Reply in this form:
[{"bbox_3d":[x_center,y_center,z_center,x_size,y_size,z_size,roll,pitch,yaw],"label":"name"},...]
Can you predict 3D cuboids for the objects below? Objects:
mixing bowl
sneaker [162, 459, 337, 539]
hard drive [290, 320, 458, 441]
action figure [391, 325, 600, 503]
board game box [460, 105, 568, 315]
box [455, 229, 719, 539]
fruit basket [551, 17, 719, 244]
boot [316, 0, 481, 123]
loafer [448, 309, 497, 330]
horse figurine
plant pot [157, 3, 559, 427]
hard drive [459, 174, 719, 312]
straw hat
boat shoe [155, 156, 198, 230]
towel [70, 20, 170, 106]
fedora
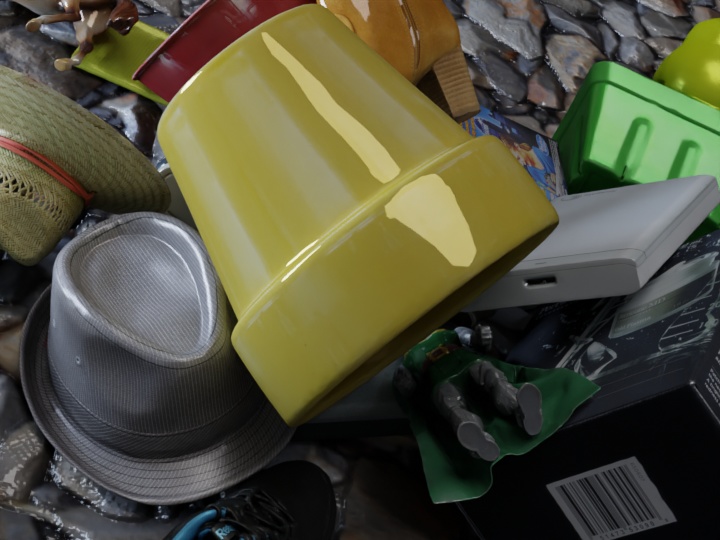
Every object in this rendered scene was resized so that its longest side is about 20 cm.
[{"bbox_3d":[-0.066,-0.173,1.140,0.109,0.200,0.200,49,41,-9],"label":"mixing bowl"},{"bbox_3d":[-0.069,0.165,0.860,0.073,0.082,0.200,33,40,13],"label":"sneaker"},{"bbox_3d":[-0.016,0.055,1.040,0.198,0.033,0.140,0,46,-26],"label":"hard drive"},{"bbox_3d":[0.061,0.070,0.946,0.117,0.055,0.200,-30,17,-7],"label":"action figure"},{"bbox_3d":[0.074,-0.064,1.139,0.199,0.062,0.201,29,36,-26],"label":"board game box"},{"bbox_3d":[0.186,0.090,0.954,0.124,0.199,0.197,54,39,-12],"label":"box"},{"bbox_3d":[0.273,-0.112,1.259,0.213,0.156,0.217,7,57,-11],"label":"fruit basket"},{"bbox_3d":[-0.012,-0.152,1.033,0.200,0.071,0.145,-21,84,-38],"label":"boot"},{"bbox_3d":[0.000,0.000,1.040,0.199,0.075,0.070,24,71,-1],"label":"loafer"},{"bbox_3d":[-0.256,-0.221,1.193,0.198,0.050,0.133,19,39,13],"label":"horse figurine"},{"bbox_3d":[-0.016,-0.042,0.874,0.200,0.201,0.189,-32,82,-44],"label":"plant pot"},{"bbox_3d":[0.158,-0.021,1.019,0.131,0.027,0.200,-8,14,30],"label":"hard drive"},{"bbox_3d":[-0.224,-0.051,0.977,0.200,0.201,0.086,26,72,2],"label":"straw hat"},{"bbox_3d":[-0.064,-0.061,1.108,0.198,0.075,0.062,5,45,-23],"label":"boat shoe"},{"bbox_3d":[-0.131,-0.155,1.218,0.198,0.018,0.086,23,40,-1],"label":"towel"},{"bbox_3d":[-0.127,0.037,0.931,0.176,0.091,0.201,-20,52,-18],"label":"fedora"}]
